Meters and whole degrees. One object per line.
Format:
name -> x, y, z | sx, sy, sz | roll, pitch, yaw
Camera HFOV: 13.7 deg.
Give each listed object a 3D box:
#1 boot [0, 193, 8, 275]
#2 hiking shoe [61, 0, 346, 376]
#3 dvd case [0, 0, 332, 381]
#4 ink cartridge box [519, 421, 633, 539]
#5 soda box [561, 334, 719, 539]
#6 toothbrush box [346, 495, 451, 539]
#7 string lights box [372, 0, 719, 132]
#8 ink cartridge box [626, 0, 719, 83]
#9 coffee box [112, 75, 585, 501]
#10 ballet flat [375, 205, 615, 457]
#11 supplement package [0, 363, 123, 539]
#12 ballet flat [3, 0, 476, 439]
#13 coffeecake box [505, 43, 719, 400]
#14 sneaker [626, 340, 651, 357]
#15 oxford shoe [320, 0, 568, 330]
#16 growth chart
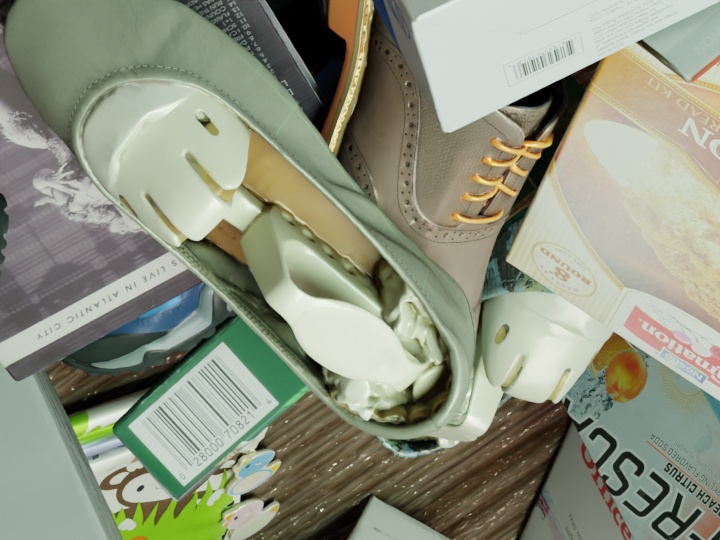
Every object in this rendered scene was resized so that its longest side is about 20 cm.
boot -> -0.200, 0.029, 0.922 | 0.168, 0.201, 0.076 | 21, 145, -29
hiking shoe -> -0.055, -0.047, 1.091 | 0.200, 0.074, 0.087 | -44, 136, 10
dvd case -> -0.101, -0.062, 1.007 | 0.148, 0.016, 0.200 | -28, 130, 5
ink cartridge box -> 0.176, 0.161, 1.498 | 0.145, 0.147, 0.200 | -12, 147, -23
soda box -> 0.145, 0.081, 1.299 | 0.064, 0.200, 0.068 | -41, 146, 21
toothbrush box -> -0.017, 0.231, 1.440 | 0.146, 0.086, 0.200 | -60, 178, -47
string lights box -> 0.024, -0.147, 0.859 | 0.102, 0.200, 0.059 | -26, 148, -3
ink cartridge box -> 0.071, -0.124, 0.910 | 0.109, 0.200, 0.050 | -38, 145, -16
coffee box -> 0.000, 0.000, 1.161 | 0.200, 0.044, 0.123 | -42, -179, 21
ballet flat -> 0.060, 0.029, 1.185 | 0.074, 0.075, 0.200 | -10, 165, -27
supplement package -> -0.192, 0.122, 1.137 | 0.199, 0.156, 0.111 | -26, 150, -3
ballet flat -> -0.035, -0.020, 0.974 | 0.067, 0.064, 0.200 | -41, 110, 20
coffeecake box -> 0.148, -0.029, 1.006 | 0.073, 0.153, 0.200 | -54, 173, -26
sneaker -> 0.157, -0.052, 1.247 | 0.200, 0.090, 0.078 | -40, 120, -16
oxford shoe -> 0.029, -0.039, 1.026 | 0.071, 0.073, 0.201 | -18, 116, -43
growth chart -> -0.100, 0.104, 1.321 | 0.144, 0.018, 0.200 | -21, 150, -13
